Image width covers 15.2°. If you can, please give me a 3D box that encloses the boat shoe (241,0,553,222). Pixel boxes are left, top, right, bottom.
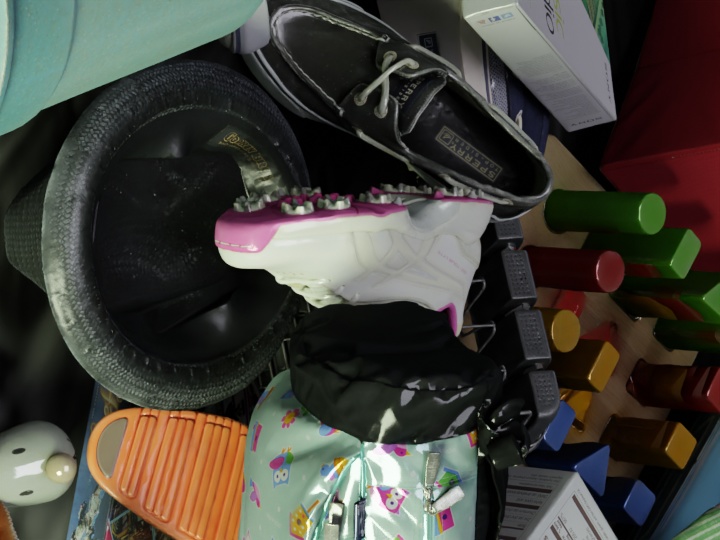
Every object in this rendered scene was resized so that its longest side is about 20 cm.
[{"bbox_3d":[0.023,-0.098,1.511,0.200,0.064,0.071,32,80,-8],"label":"boat shoe"}]

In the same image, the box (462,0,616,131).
[{"bbox_3d":[0.099,-0.180,1.565,0.200,0.036,0.145,38,44,-65],"label":"box"}]

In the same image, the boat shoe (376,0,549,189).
[{"bbox_3d":[0.063,-0.148,1.600,0.093,0.074,0.201,-13,103,-55],"label":"boat shoe"}]

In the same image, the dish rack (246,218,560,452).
[{"bbox_3d":[0.015,0.029,1.530,0.199,0.055,0.154,-2,68,-26],"label":"dish rack"}]

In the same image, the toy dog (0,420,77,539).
[{"bbox_3d":[-0.215,0.122,1.334,0.200,0.096,0.132,-46,121,-30],"label":"toy dog"}]

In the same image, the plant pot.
[{"bbox_3d":[-0.156,-0.164,1.306,0.196,0.200,0.201,-19,105,-41],"label":"plant pot"}]

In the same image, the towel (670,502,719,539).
[{"bbox_3d":[0.180,0.232,1.540,0.200,0.023,0.153,-31,111,-40],"label":"towel"}]

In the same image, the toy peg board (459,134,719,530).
[{"bbox_3d":[0.152,0.053,1.662,0.200,0.098,0.200,43,64,-34],"label":"toy peg board"}]

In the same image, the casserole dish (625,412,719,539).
[{"bbox_3d":[0.213,0.143,1.722,0.039,0.121,0.200,34,67,0],"label":"casserole dish"}]

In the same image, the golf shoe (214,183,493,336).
[{"bbox_3d":[0.000,0.000,1.430,0.200,0.075,0.092,-2,98,-49],"label":"golf shoe"}]

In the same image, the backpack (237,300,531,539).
[{"bbox_3d":[0.004,0.128,1.365,0.126,0.167,0.201,3,105,-11],"label":"backpack"}]

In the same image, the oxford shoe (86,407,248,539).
[{"bbox_3d":[-0.061,0.125,1.451,0.200,0.073,0.072,23,79,-21],"label":"oxford shoe"}]

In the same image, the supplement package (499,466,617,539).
[{"bbox_3d":[0.084,0.219,1.569,0.111,0.155,0.200,-50,123,-31],"label":"supplement package"}]

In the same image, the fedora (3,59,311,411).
[{"bbox_3d":[-0.115,-0.019,1.418,0.200,0.091,0.201,-5,96,-50],"label":"fedora"}]

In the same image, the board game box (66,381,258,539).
[{"bbox_3d":[-0.098,0.151,1.483,0.135,0.035,0.201,16,82,-42],"label":"board game box"}]

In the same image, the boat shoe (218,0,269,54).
[{"bbox_3d":[-0.107,-0.202,1.445,0.070,0.071,0.201,-23,114,-10],"label":"boat shoe"}]

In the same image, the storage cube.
[{"bbox_3d":[0.287,-0.091,1.704,0.200,0.179,0.171,44,53,-36],"label":"storage cube"}]
